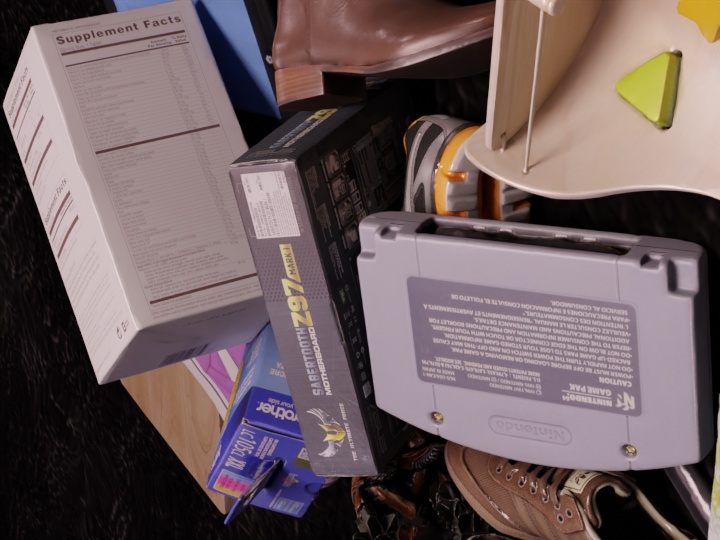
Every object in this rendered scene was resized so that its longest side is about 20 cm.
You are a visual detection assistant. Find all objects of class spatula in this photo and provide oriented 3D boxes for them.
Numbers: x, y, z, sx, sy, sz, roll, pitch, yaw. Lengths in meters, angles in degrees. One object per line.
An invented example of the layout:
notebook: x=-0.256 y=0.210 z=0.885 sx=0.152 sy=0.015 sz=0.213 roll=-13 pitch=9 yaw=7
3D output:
spatula: x=0.157 y=0.086 z=0.920 sx=0.200 sy=0.020 sz=0.057 roll=53 pitch=132 yaw=16

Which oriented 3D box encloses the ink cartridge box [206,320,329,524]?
ink cartridge box: x=-0.043 y=0.075 z=1.111 sx=0.137 sy=0.076 sz=0.201 roll=120 pitch=165 yaw=-60

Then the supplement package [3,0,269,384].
supplement package: x=-0.134 y=-0.050 z=1.035 sx=0.110 sy=0.113 sz=0.201 roll=-45 pitch=63 yaw=60

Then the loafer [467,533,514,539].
loafer: x=0.083 y=0.200 z=1.035 sx=0.200 sy=0.075 sz=0.069 roll=179 pitch=112 yaw=-80

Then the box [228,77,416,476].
box: x=0.000 y=0.000 z=1.004 sx=0.051 sy=0.158 sz=0.201 roll=-3 pitch=113 yaw=29

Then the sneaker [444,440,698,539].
sneaker: x=0.129 y=0.130 z=0.960 sx=0.199 sy=0.070 sz=0.076 roll=33 pitch=149 yaw=33

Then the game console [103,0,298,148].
game console: x=-0.105 y=-0.150 z=1.078 sx=0.176 sy=0.031 sz=0.201 roll=22 pitch=138 yaw=48

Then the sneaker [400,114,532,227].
sneaker: x=0.060 y=-0.002 z=0.987 sx=0.077 sy=0.078 sz=0.201 roll=40 pitch=136 yaw=50

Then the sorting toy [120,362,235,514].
sorting toy: x=-0.143 y=0.070 z=1.439 sx=0.199 sy=0.069 sz=0.201 roll=45 pitch=148 yaw=38

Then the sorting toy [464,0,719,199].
sorting toy: x=0.144 y=-0.108 z=0.710 sx=0.180 sy=0.106 sz=0.201 roll=37 pitch=142 yaw=34

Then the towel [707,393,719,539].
towel: x=0.235 y=0.142 z=0.783 sx=0.171 sy=0.048 sz=0.201 roll=35 pitch=138 yaw=44

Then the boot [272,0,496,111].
boot: x=0.011 y=-0.203 z=0.924 sx=0.185 sy=0.064 sz=0.202 roll=-9 pitch=84 yaw=34

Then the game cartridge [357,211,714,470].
game cartridge: x=0.094 y=0.041 z=0.899 sx=0.199 sy=0.042 sz=0.134 roll=8 pitch=122 yaw=30

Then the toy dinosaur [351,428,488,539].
toy dinosaur: x=0.034 y=0.157 z=1.179 sx=0.201 sy=0.102 sz=0.136 roll=59 pitch=176 yaw=-29

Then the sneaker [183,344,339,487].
sneaker: x=-0.053 y=0.088 z=1.258 sx=0.114 sy=0.073 sz=0.201 roll=-18 pitch=122 yaw=41
